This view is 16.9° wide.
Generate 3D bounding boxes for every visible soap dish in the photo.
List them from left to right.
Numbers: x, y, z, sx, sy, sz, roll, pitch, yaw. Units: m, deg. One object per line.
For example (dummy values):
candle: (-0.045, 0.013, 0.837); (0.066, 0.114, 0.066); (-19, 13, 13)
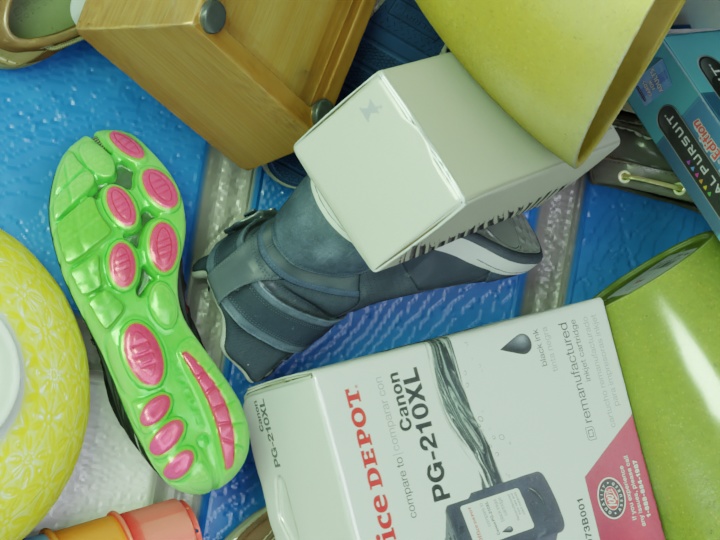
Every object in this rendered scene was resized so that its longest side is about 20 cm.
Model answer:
soap dish: (-0.049, -0.170, 1.222); (0.157, 0.081, 0.201); (40, 66, -51)

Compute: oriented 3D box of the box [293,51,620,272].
box: (0.054, -0.065, 1.248); (0.082, 0.068, 0.200); (57, 31, 8)

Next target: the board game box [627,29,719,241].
board game box: (0.262, -0.070, 1.380); (0.199, 0.047, 0.151); (-10, 60, -40)

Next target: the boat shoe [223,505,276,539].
boat shoe: (-0.067, 0.217, 1.326); (0.076, 0.072, 0.201); (34, 82, -24)

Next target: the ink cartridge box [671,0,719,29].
ink cartridge box: (0.235, -0.226, 1.369); (0.200, 0.146, 0.086); (-41, 109, -15)

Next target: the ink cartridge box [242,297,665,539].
ink cartridge box: (0.052, 0.109, 1.330); (0.199, 0.084, 0.146); (-13, 87, -31)

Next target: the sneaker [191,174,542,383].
sneaker: (-0.001, -0.001, 1.324); (0.146, 0.077, 0.202); (-40, 152, 27)

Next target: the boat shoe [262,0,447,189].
boat shoe: (0.010, -0.134, 1.315); (0.072, 0.072, 0.200); (33, 102, -29)

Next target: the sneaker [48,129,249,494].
sneaker: (-0.121, 0.025, 1.280); (0.076, 0.084, 0.201); (-14, 84, -21)

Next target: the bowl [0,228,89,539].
bowl: (-0.220, 0.055, 1.196); (0.199, 0.108, 0.202); (3, 82, -21)

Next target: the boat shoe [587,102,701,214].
boat shoe: (0.225, -0.043, 1.429); (0.201, 0.072, 0.061); (24, 88, -19)

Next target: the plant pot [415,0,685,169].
plant pot: (0.096, -0.173, 1.191); (0.141, 0.200, 0.201); (31, 82, 7)

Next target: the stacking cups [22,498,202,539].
stacking cups: (-0.180, 0.163, 1.278); (0.199, 0.060, 0.061); (-18, 103, -23)

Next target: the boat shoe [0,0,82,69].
boat shoe: (-0.119, -0.172, 1.255); (0.200, 0.074, 0.076); (-43, 111, -14)

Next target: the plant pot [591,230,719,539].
plant pot: (0.217, 0.085, 1.397); (0.187, 0.187, 0.201); (-32, 93, -17)
